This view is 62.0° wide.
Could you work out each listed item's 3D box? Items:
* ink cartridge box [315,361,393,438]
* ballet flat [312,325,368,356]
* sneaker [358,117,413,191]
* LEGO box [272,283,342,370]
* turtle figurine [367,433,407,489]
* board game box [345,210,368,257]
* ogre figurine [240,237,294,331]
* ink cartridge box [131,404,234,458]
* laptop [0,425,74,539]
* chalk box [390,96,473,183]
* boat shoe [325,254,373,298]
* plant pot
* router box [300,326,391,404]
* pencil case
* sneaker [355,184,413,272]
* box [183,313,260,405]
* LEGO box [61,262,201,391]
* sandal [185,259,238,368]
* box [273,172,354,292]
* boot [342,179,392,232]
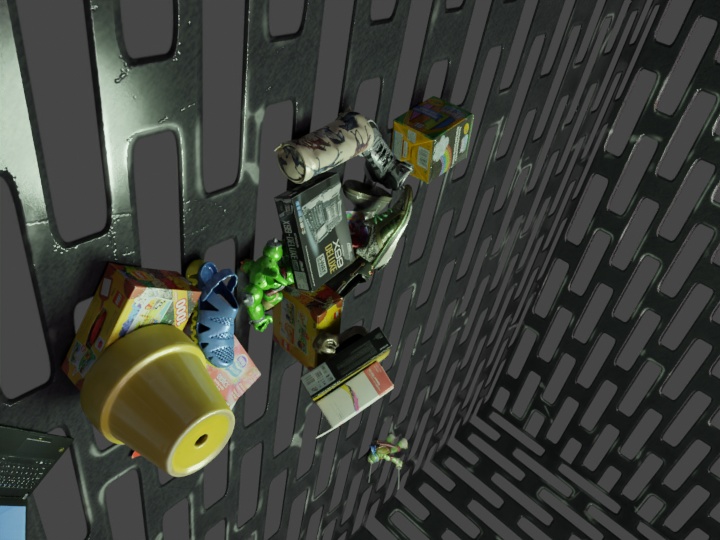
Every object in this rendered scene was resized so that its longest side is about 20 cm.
[{"bbox_3d":[-0.026,0.285,1.318,0.199,0.068,0.117,-34,167,-6],"label":"ink cartridge box"},{"bbox_3d":[-0.034,0.159,1.312,0.200,0.046,0.068,6,116,-61],"label":"ballet flat"},{"bbox_3d":[0.053,-0.245,1.298,0.076,0.113,0.200,-49,152,-12],"label":"sneaker"},{"bbox_3d":[-0.123,0.112,1.349,0.077,0.149,0.201,-34,146,-36],"label":"LEGO box"},{"bbox_3d":[0.108,0.777,2.474,0.144,0.201,0.193,-32,176,40],"label":"turtle figurine"},{"bbox_3d":[-0.046,-0.041,1.360,0.157,0.039,0.201,-23,137,-8],"label":"board game box"},{"bbox_3d":[-0.183,0.013,1.218,0.200,0.098,0.120,-48,158,-6],"label":"ogre figurine"},{"bbox_3d":[-0.379,0.342,1.312,0.163,0.050,0.200,-60,156,8],"label":"ink cartridge box"},{"bbox_3d":[-0.571,0.373,0.976,0.201,0.103,0.177,-52,153,-7],"label":"laptop"},{"bbox_3d":[0.180,-0.319,1.414,0.200,0.124,0.126,-37,147,-34],"label":"chalk box"},{"bbox_3d":[0.000,0.001,1.367,0.201,0.063,0.074,-36,158,-13],"label":"boat shoe"},{"bbox_3d":[-0.311,0.221,0.969,0.200,0.188,0.202,-39,149,-29],"label":"plant pot"},{"bbox_3d":[-0.031,0.210,1.306,0.199,0.052,0.157,-32,166,-9],"label":"router box"},{"bbox_3d":[-0.069,-0.240,1.150,0.199,0.090,0.078,-34,174,-35],"label":"pencil case"},{"bbox_3d":[0.051,-0.102,1.306,0.077,0.088,0.201,-149,-96,-84],"label":"sneaker"},{"bbox_3d":[-0.291,0.177,1.216,0.095,0.102,0.201,-45,150,-19],"label":"box"},{"bbox_3d":[-0.382,0.097,1.008,0.149,0.077,0.201,9,112,-61],"label":"LEGO box"},{"bbox_3d":[-0.255,0.076,1.072,0.079,0.086,0.202,-12,92,-64],"label":"sandal"},{"bbox_3d":[-0.088,-0.080,1.221,0.157,0.049,0.202,-37,125,-46],"label":"box"},{"bbox_3d":[-0.020,-0.104,1.399,0.181,0.073,0.201,8,123,-52],"label":"boot"}]
